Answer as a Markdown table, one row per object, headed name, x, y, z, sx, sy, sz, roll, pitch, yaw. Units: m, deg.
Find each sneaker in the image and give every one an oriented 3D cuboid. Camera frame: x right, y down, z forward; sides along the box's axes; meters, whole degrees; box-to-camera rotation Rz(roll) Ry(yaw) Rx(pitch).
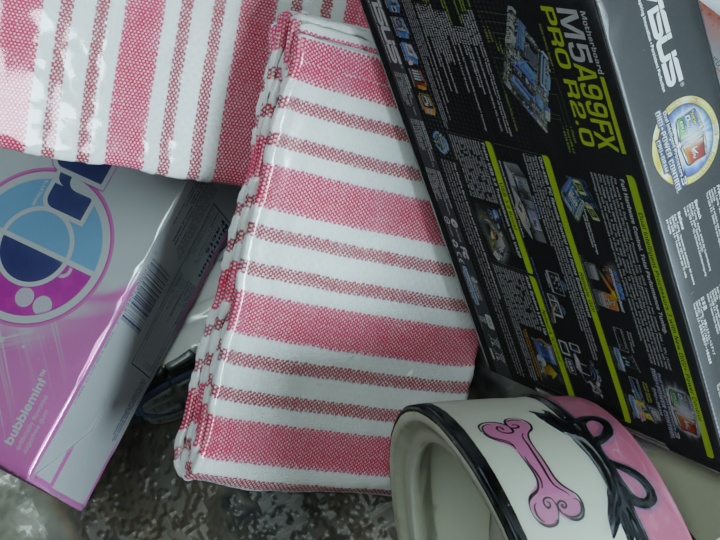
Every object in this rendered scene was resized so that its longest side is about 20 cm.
| name | x | y | z | sx | sy | sz | roll | pitch | yaw |
| --- | --- | --- | --- | --- | --- | --- | --- | --- | --- |
| sneaker | -0.050 | -0.006 | 0.807 | 0.198 | 0.075 | 0.088 | -27 | 65 | 1 |

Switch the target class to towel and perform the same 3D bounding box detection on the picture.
| name | x | y | z | sx | sy | sz | roll | pitch | yaw |
| --- | --- | --- | --- | --- | --- | --- | --- | --- | --- |
| towel | -0.074 | -0.113 | 0.699 | 0.030 | 0.198 | 0.148 | 18 | 99 | 54 |
| towel | 0.000 | 0.000 | 0.735 | 0.030 | 0.145 | 0.203 | 20 | 97 | 51 |

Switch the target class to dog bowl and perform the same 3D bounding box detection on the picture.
| name | x | y | z | sx | sy | sz | roll | pitch | yaw |
| --- | --- | --- | --- | --- | --- | --- | --- | --- | --- |
| dog bowl | 0.080 | 0.141 | 0.677 | 0.073 | 0.201 | 0.202 | -17 | 69 | -14 |

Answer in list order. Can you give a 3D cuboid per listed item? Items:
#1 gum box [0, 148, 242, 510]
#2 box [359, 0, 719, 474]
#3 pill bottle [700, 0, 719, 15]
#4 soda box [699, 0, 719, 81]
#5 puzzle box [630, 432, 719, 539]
| name | x | y | z | sx | sy | sz | roll | pitch | yaw |
| --- | --- | --- | --- | --- | --- | --- | --- | --- | --- |
| gum box | -0.136 | -0.009 | 0.764 | 0.113 | 0.066 | 0.202 | 23 | 77 | 20 |
| box | 0.083 | -0.032 | 0.655 | 0.044 | 0.202 | 0.160 | -32 | 26 | -23 |
| pill bottle | 0.165 | -0.147 | 0.736 | 0.110 | 0.200 | 0.113 | -3 | 72 | 10 |
| soda box | 0.146 | -0.044 | 0.662 | 0.063 | 0.069 | 0.200 | -38 | 60 | -10 |
| puzzle box | 0.162 | 0.036 | 0.711 | 0.132 | 0.026 | 0.200 | -33 | 30 | 1 |
